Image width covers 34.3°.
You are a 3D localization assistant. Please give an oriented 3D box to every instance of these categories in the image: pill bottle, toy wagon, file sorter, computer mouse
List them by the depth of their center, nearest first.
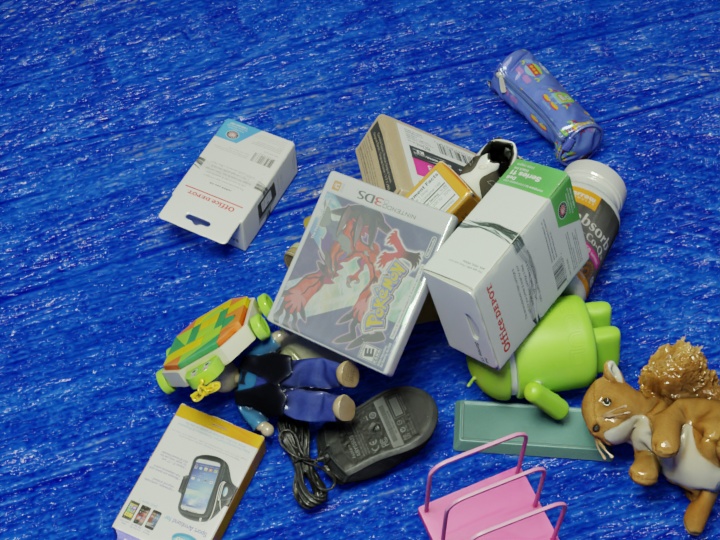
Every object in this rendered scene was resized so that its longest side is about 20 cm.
[{"bbox_3d":[0.168,0.306,1.309,0.137,0.126,0.201,-19,56,-12],"label":"file sorter"},{"bbox_3d":[0.003,0.207,1.432,0.198,0.053,0.140,-20,55,1],"label":"computer mouse"},{"bbox_3d":[-0.182,0.096,1.440,0.154,0.040,0.200,-30,16,12],"label":"toy wagon"},{"bbox_3d":[0.278,-0.046,1.558,0.115,0.117,0.201,22,59,16],"label":"pill bottle"}]

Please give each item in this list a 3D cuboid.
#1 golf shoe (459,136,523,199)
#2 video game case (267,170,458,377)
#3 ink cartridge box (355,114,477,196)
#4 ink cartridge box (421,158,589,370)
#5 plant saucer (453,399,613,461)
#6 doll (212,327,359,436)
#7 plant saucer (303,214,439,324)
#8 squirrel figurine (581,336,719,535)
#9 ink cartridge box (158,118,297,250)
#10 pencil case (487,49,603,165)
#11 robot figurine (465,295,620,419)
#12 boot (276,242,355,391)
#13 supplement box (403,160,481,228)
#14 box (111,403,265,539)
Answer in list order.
[{"bbox_3d":[0.187,-0.128,1.514,0.078,0.095,0.200,42,32,10],"label":"golf shoe"},{"bbox_3d":[0.000,0.000,1.385,0.181,0.023,0.202,22,86,29],"label":"video game case"},{"bbox_3d":[0.103,-0.104,1.558,0.198,0.075,0.166,18,36,-28],"label":"ink cartridge box"},{"bbox_3d":[0.174,-0.008,1.377,0.082,0.148,0.200,22,58,38],"label":"ink cartridge box"},{"bbox_3d":[0.215,0.196,1.451,0.197,0.019,0.071,3,55,5],"label":"plant saucer"},{"bbox_3d":[-0.098,0.134,1.421,0.197,0.048,0.139,1,79,29],"label":"doll"},{"bbox_3d":[0.051,-0.022,1.543,0.198,0.049,0.201,-8,52,-33],"label":"plant saucer"},{"bbox_3d":[0.364,0.177,1.401,0.185,0.143,0.200,24,43,19],"label":"squirrel figurine"},{"bbox_3d":[-0.185,-0.109,1.642,0.115,0.067,0.201,22,58,15],"label":"ink cartridge box"},{"bbox_3d":[0.269,-0.243,1.717,0.086,0.079,0.201,-7,48,-40],"label":"pencil case"},{"bbox_3d":[0.221,0.096,1.457,0.197,0.117,0.177,-10,46,-1],"label":"robot figurine"},{"bbox_3d":[-0.078,0.065,1.519,0.154,0.072,0.200,-34,61,-18],"label":"boot"},{"bbox_3d":[0.058,-0.036,1.417,0.200,0.066,0.069,-43,62,9],"label":"supplement box"},{"bbox_3d":[-0.208,0.270,1.397,0.118,0.042,0.201,20,60,13],"label":"box"}]
